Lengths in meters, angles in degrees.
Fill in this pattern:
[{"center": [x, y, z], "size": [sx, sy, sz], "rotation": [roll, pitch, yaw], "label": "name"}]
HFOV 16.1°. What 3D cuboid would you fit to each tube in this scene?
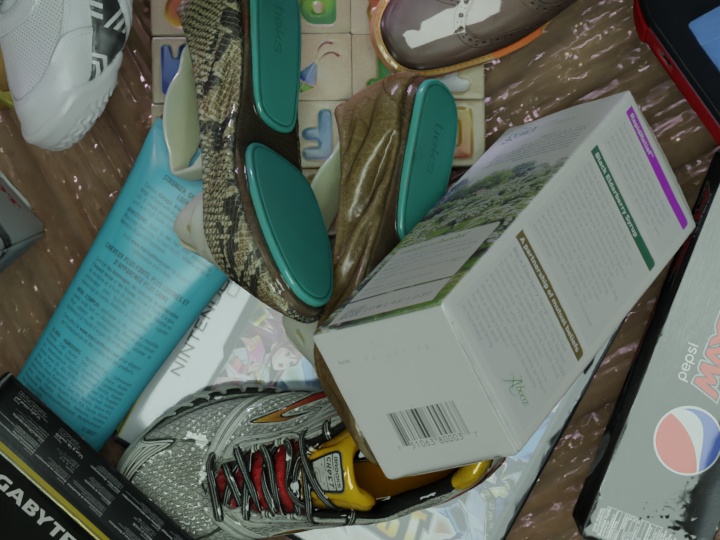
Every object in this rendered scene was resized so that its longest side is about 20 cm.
[{"center": [-0.122, 0.030, 1.248], "size": [0.077, 0.050, 0.201], "rotation": [34, 102, 1], "label": "tube"}]

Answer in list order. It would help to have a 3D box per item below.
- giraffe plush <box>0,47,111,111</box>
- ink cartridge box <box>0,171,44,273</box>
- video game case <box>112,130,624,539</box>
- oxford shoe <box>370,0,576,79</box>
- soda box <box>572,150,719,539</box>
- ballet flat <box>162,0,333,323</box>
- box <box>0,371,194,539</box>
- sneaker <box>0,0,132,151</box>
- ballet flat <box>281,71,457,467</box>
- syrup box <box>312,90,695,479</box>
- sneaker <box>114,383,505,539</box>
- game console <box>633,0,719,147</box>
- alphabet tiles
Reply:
[{"center": [-0.178, -0.184, 1.220], "size": [0.200, 0.173, 0.163], "rotation": [31, 83, 34], "label": "giraffe plush"}, {"center": [-0.242, -0.037, 1.190], "size": [0.083, 0.200, 0.145], "rotation": [-42, 91, 8], "label": "ink cartridge box"}, {"center": [0.004, 0.052, 1.272], "size": [0.199, 0.026, 0.181], "rotation": [29, 94, 0], "label": "video game case"}, {"center": [0.092, -0.161, 1.224], "size": [0.199, 0.073, 0.072], "rotation": [-34, 90, -3], "label": "oxford shoe"}, {"center": [0.169, 0.045, 1.242], "size": [0.063, 0.071, 0.201], "rotation": [22, 94, 0], "label": "soda box"}, {"center": [-0.058, -0.053, 1.195], "size": [0.075, 0.068, 0.201], "rotation": [-25, 57, 27], "label": "ballet flat"}, {"center": [-0.147, 0.169, 1.233], "size": [0.200, 0.049, 0.160], "rotation": [43, 127, -4], "label": "box"}, {"center": [-0.164, -0.152, 1.092], "size": [0.114, 0.075, 0.201], "rotation": [9, 69, -33], "label": "sneaker"}, {"center": [0.000, 0.000, 1.200], "size": [0.072, 0.068, 0.201], "rotation": [-8, 66, 31], "label": "ballet flat"}, {"center": [0.070, 0.004, 1.162], "size": [0.078, 0.200, 0.082], "rotation": [-15, 111, 40], "label": "syrup box"}, {"center": [-0.026, 0.089, 1.222], "size": [0.199, 0.082, 0.078], "rotation": [-13, 93, 3], "label": "sneaker"}, {"center": [0.243, -0.099, 1.207], "size": [0.176, 0.031, 0.201], "rotation": [-30, 77, -14], "label": "game console"}, {"center": [-0.021, -0.116, 1.256], "size": [0.165, 0.006, 0.202], "rotation": [0, 85, -3], "label": "alphabet tiles"}]
